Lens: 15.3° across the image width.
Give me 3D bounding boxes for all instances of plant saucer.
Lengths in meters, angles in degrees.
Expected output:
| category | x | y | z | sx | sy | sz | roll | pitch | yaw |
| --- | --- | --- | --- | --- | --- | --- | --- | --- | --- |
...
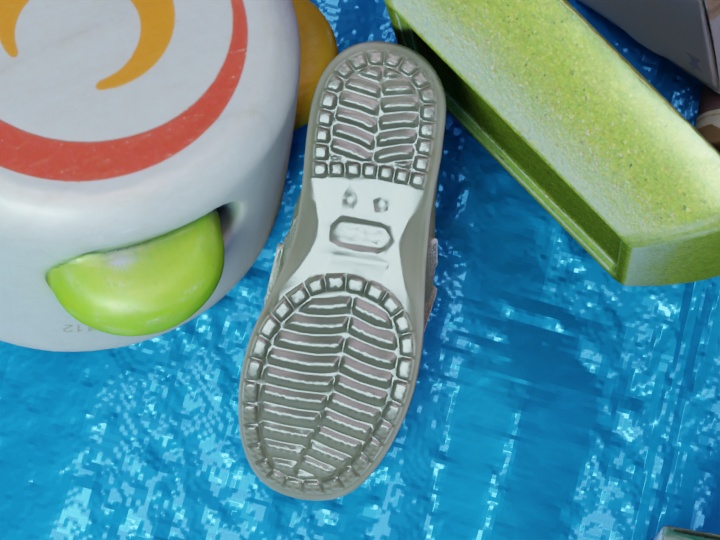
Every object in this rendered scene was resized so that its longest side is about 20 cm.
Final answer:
| category | x | y | z | sx | sy | sz | roll | pitch | yaw |
| --- | --- | --- | --- | --- | --- | --- | --- | --- | --- |
| plant saucer | 0.078 | -0.067 | 1.119 | 0.048 | 0.200 | 0.200 | -44 | 82 | -2 |

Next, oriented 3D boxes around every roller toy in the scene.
| category | x | y | z | sx | sy | sz | roll | pitch | yaw |
| --- | --- | --- | --- | --- | --- | --- | --- | --- | --- |
| roller toy | -0.118 | -0.067 | 1.120 | 0.182 | 0.140 | 0.201 | 23 | 63 | 6 |

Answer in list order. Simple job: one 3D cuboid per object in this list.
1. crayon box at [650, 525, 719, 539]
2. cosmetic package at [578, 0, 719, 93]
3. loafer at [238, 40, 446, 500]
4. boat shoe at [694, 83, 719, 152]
| category | x | y | z | sx | sy | sz | roll | pitch | yaw |
| --- | --- | --- | --- | --- | --- | --- | --- | --- | --- |
| crayon box | 0.117 | 0.214 | 1.068 | 0.051 | 0.126 | 0.201 | 10 | 72 | -3 |
| cosmetic package | 0.193 | -0.182 | 1.207 | 0.200 | 0.071 | 0.105 | -41 | 53 | -17 |
| loafer | 0.000 | 0.000 | 1.131 | 0.075 | 0.068 | 0.201 | 16 | 104 | 6 |
| boat shoe | 0.249 | -0.064 | 1.197 | 0.200 | 0.072 | 0.066 | 7 | 78 | 0 |
